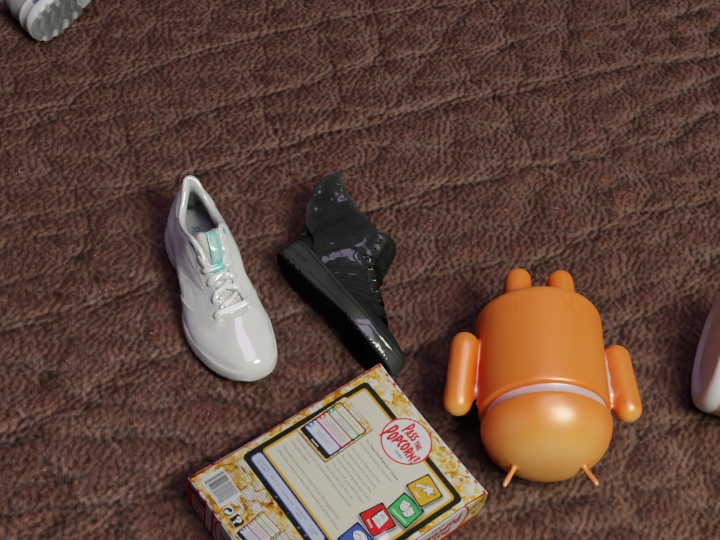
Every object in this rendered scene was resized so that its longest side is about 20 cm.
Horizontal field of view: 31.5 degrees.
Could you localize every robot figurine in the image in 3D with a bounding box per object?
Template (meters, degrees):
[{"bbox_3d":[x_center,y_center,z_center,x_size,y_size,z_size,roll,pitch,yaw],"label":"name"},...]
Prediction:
[{"bbox_3d":[0.155,0.096,1.106,0.144,0.116,0.201,27,46,-33],"label":"robot figurine"}]

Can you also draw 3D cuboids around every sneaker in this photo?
[{"bbox_3d":[0.000,0.002,1.182,0.104,0.060,0.200,-34,62,-22],"label":"sneaker"},{"bbox_3d":[-0.131,0.004,1.144,0.075,0.089,0.200,-17,59,-20],"label":"sneaker"},{"bbox_3d":[-0.303,-0.332,1.364,0.082,0.075,0.200,36,58,15],"label":"sneaker"}]

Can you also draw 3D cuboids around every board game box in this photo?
[{"bbox_3d":[-0.019,0.187,1.057,0.199,0.046,0.152,-28,63,-25],"label":"board game box"}]

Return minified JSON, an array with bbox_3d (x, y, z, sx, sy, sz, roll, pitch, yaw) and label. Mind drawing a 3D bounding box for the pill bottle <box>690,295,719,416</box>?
[{"bbox_3d":[0.408,0.096,1.140,0.199,0.116,0.116,16,54,4],"label":"pill bottle"}]
